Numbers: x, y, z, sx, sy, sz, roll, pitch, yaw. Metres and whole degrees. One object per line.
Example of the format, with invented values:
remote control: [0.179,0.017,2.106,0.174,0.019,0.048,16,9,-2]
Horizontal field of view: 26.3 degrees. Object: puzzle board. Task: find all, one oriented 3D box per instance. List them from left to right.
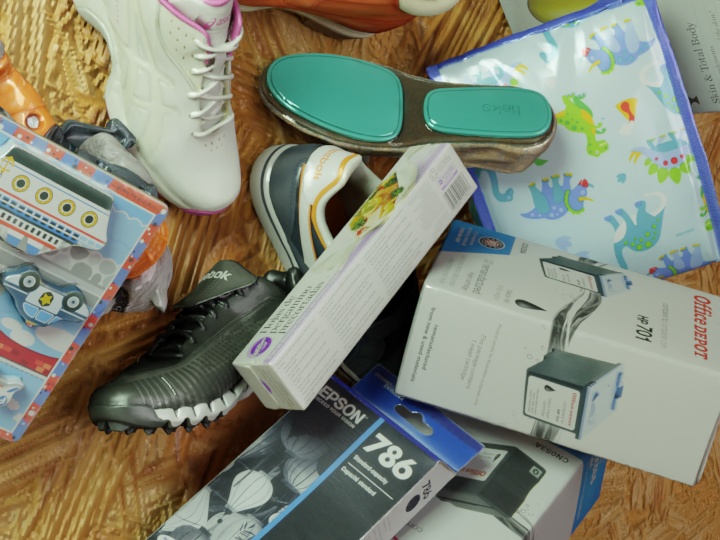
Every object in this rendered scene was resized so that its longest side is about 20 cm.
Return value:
puzzle board: [-0.209,-0.010,0.745,0.200,0.017,0.151,29,99,-37]

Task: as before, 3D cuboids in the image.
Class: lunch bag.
lunch bag: [0.154,-0.086,1.111,0.127,0.170,0.200,-103,173,-63]

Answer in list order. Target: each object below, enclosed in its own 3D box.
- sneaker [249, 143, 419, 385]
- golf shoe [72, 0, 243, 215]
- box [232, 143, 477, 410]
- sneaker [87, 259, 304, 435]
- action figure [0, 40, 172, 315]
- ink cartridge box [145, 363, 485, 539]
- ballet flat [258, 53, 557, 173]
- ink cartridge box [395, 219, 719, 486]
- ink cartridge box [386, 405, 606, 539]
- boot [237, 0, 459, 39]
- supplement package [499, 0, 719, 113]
sneaker: [0.001,0.004,1.023,0.078,0.079,0.200,-54,129,-34]
golf shoe: [-0.104,-0.122,0.891,0.075,0.091,0.200,-42,122,-42]
box: [0.000,0.000,0.937,0.200,0.039,0.041,-52,120,-29]
sneaker: [-0.092,0.042,0.929,0.200,0.066,0.091,-16,100,-51]
action figure: [-0.179,-0.024,0.802,0.193,0.105,0.200,36,63,-33]
ink cartridge box: [-0.025,0.136,0.940,0.200,0.099,0.039,-41,149,-24]
ballet flat: [0.029,-0.095,1.025,0.067,0.200,0.068,108,-8,-65]
ink cartridge box: [0.137,0.050,1.015,0.146,0.200,0.086,-60,164,-68]
ink cartridge box: [0.055,0.154,1.019,0.200,0.145,0.084,-43,149,-40]
boot: [-0.024,-0.197,0.971,0.200,0.107,0.075,6,88,-47]
supplement package: [0.236,-0.219,1.193,0.151,0.200,0.152,-48,124,-37]
